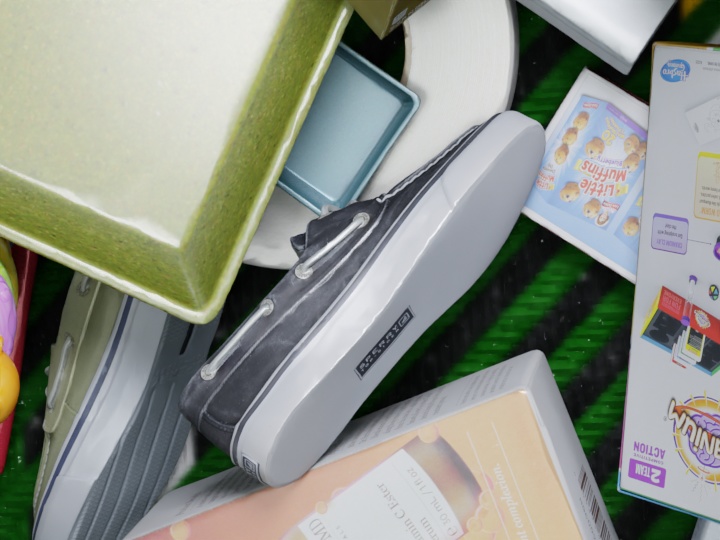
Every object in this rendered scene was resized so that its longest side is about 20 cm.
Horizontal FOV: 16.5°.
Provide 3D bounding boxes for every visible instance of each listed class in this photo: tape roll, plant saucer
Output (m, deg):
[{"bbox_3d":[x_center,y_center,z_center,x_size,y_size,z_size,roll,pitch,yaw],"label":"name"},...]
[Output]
[{"bbox_3d":[-0.028,-0.101,1.133,0.201,0.037,0.205,1,98,7],"label":"tape roll"},{"bbox_3d":[-0.071,-0.105,1.111,0.199,0.019,0.070,35,100,2],"label":"plant saucer"},{"bbox_3d":[-0.113,-0.104,1.069,0.199,0.048,0.201,24,84,1],"label":"plant saucer"}]

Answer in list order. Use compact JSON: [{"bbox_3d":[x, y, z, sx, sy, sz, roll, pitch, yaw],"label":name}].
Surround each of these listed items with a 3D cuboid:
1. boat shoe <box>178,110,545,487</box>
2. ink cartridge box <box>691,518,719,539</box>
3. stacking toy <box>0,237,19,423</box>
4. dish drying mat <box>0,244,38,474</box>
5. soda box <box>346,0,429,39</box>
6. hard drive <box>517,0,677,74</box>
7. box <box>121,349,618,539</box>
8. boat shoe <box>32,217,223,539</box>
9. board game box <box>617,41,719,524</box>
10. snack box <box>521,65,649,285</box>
[{"bbox_3d":[0.000,0.000,1.078,0.068,0.072,0.200,35,79,24],"label":"boat shoe"},{"bbox_3d":[0.217,0.184,1.129,0.161,0.057,0.201,17,95,6],"label":"ink cartridge box"},{"bbox_3d":[-0.184,0.018,1.060,0.109,0.200,0.117,21,102,-29],"label":"stacking toy"},{"bbox_3d":[-0.189,-0.008,1.178,0.076,0.018,0.202,11,99,6],"label":"dish drying mat"},{"bbox_3d":[0.065,-0.188,1.033,0.200,0.068,0.064,-41,84,-15],"label":"soda box"},{"bbox_3d":[0.071,-0.196,1.091,0.199,0.027,0.132,35,79,2],"label":"hard drive"},{"bbox_3d":[0.015,0.147,1.123,0.199,0.106,0.153,-22,94,10],"label":"box"},{"bbox_3d":[-0.113,0.048,1.146,0.062,0.072,0.201,33,113,25],"label":"boat shoe"},{"bbox_3d":[0.177,0.010,1.040,0.040,0.153,0.202,-1,99,-34],"label":"board game box"},{"bbox_3d":[0.167,-0.009,1.122,0.199,0.024,0.072,32,100,3],"label":"snack box"}]
